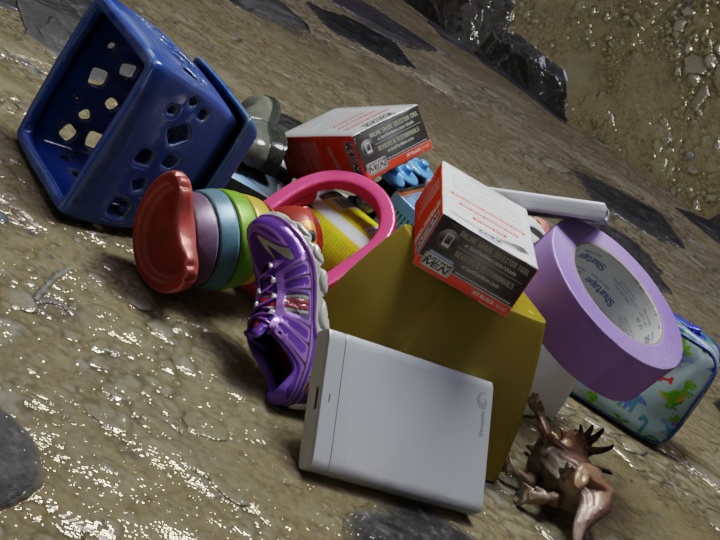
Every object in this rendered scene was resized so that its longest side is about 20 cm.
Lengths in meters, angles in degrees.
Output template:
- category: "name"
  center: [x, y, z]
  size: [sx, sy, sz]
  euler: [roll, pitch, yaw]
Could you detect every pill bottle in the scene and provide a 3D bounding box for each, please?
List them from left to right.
- category: "pill bottle"
  center: [0.000, 0.000, 1.725]
  size: [0.200, 0.110, 0.109]
  euler: [41, 21, 29]

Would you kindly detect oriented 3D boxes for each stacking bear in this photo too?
- category: "stacking bear"
  center: [-0.127, -0.033, 1.552]
  size: [0.199, 0.122, 0.114]
  euler: [1, -11, -36]

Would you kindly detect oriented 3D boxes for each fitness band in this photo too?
- category: "fitness band"
  center: [-0.052, -0.037, 1.662]
  size: [0.200, 0.038, 0.144]
  euler: [-36, 59, -23]

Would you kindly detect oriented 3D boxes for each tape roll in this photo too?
- category: "tape roll"
  center: [0.260, 0.042, 1.613]
  size: [0.200, 0.066, 0.201]
  euler: [32, 34, -25]

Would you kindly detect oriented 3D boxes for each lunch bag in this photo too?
- category: "lunch bag"
  center: [0.355, 0.113, 1.909]
  size: [0.200, 0.161, 0.082]
  euler: [32, 18, 7]

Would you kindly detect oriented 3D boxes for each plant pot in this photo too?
- category: "plant pot"
  center: [-0.239, -0.156, 1.633]
  size: [0.179, 0.200, 0.200]
  euler: [24, 17, -39]
- category: "plant pot"
  center: [0.076, 0.072, 1.547]
  size: [0.199, 0.177, 0.200]
  euler: [21, 20, -29]

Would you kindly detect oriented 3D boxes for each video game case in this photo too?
- category: "video game case"
  center: [0.182, -0.076, 1.690]
  size: [0.199, 0.022, 0.182]
  euler: [9, 1, 11]

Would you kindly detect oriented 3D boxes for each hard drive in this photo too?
- category: "hard drive"
  center: [0.038, 0.145, 1.400]
  size: [0.199, 0.133, 0.027]
  euler: [20, -23, -31]

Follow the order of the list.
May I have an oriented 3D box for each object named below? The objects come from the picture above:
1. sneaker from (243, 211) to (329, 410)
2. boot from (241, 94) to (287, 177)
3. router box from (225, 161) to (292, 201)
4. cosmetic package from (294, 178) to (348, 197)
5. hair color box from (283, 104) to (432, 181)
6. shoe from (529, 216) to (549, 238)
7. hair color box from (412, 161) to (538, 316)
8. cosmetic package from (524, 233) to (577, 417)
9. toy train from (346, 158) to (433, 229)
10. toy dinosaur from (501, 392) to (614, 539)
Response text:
- category: "sneaker"
  center: [-0.078, 0.037, 1.444]
  size: [0.083, 0.081, 0.201]
  euler: [0, 69, -43]
- category: "boot"
  center: [-0.167, -0.189, 1.836]
  size: [0.130, 0.068, 0.200]
  euler: [18, 20, -19]
- category: "router box"
  center: [-0.164, -0.119, 1.853]
  size: [0.149, 0.062, 0.200]
  euler: [29, 18, -10]
- category: "cosmetic package"
  center: [0.000, -0.038, 1.888]
  size: [0.199, 0.074, 0.102]
  euler: [22, 21, -23]
- category: "hair color box"
  center: [-0.011, -0.156, 1.802]
  size: [0.101, 0.061, 0.200]
  euler: [-28, 17, -24]
- category: "shoe"
  center: [0.216, -0.041, 1.965]
  size: [0.200, 0.071, 0.091]
  euler: [63, 19, -56]
- category: "hair color box"
  center: [0.114, -0.036, 1.507]
  size: [0.111, 0.064, 0.200]
  euler: [30, 17, -7]
- category: "cosmetic package"
  center: [0.163, 0.048, 1.766]
  size: [0.167, 0.167, 0.200]
  euler: [10, 27, -48]
- category: "toy train"
  center: [0.061, -0.078, 1.853]
  size: [0.114, 0.087, 0.200]
  euler: [45, 21, 11]
- category: "toy dinosaur"
  center: [0.226, 0.217, 1.562]
  size: [0.135, 0.086, 0.200]
  euler: [27, 23, -35]
